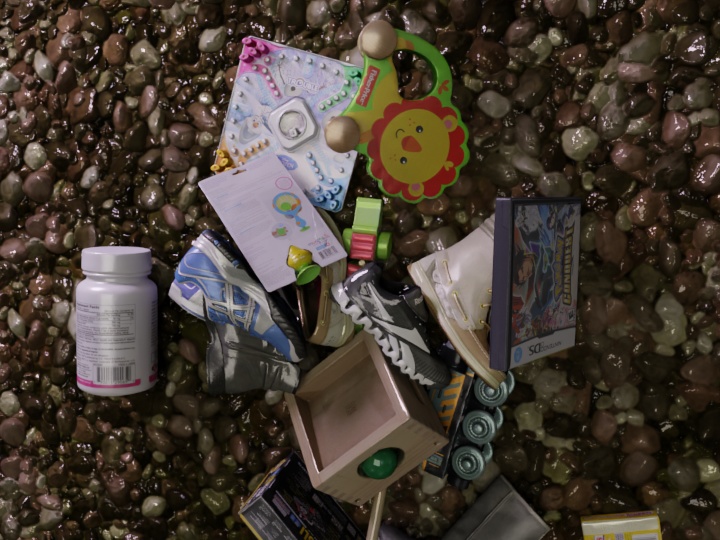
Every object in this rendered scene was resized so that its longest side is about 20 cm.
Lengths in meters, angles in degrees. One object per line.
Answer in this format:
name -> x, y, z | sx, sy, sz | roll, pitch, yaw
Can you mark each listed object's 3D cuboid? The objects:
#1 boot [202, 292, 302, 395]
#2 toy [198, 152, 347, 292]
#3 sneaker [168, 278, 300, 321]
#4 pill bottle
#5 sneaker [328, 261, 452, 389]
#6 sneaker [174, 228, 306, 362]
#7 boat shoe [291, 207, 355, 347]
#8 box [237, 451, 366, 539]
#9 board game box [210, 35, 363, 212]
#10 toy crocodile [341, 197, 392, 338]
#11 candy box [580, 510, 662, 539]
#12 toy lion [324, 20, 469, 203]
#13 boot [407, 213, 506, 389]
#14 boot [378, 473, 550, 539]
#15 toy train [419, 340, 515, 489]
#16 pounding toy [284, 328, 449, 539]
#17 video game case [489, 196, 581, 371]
boot -> -0.141, 0.068, 0.941 | 0.130, 0.068, 0.201 | -4, 92, -8
toy -> -0.117, -0.058, 0.927 | 0.115, 0.047, 0.200 | -26, 59, -21
sneaker -> -0.158, 0.032, 1.002 | 0.199, 0.081, 0.116 | 25, 94, 4
pill bottle -> -0.352, 0.070, 1.021 | 0.113, 0.113, 0.201 | 4, 97, 11
sneaker -> 0.058, 0.067, 0.894 | 0.200, 0.067, 0.090 | 44, 107, -7
sneaker -> -0.146, 0.043, 0.882 | 0.077, 0.076, 0.200 | -42, 97, 2
boat shoe -> -0.060, 0.004, 0.945 | 0.074, 0.066, 0.201 | -36, 61, 43
box -> -0.066, 0.366, 0.975 | 0.049, 0.160, 0.200 | -40, 89, 14
board game box -> -0.096, -0.204, 0.981 | 0.199, 0.026, 0.201 | 18, 100, 9
toy crocodile -> 0.000, 0.000, 0.967 | 0.067, 0.062, 0.201 | 12, 98, 10
candy box -> 0.368, 0.432, 0.963 | 0.102, 0.026, 0.201 | -9, 95, 15
toy lion -> 0.060, -0.198, 0.922 | 0.191, 0.069, 0.201 | 20, 99, -8
boot -> 0.169, 0.035, 0.903 | 0.154, 0.072, 0.201 | -32, 62, 3
boot -> 0.133, 0.360, 0.975 | 0.182, 0.073, 0.200 | 40, 94, 30
toy train -> 0.135, 0.193, 0.957 | 0.113, 0.085, 0.201 | 18, 100, 18
pounding toy -> 0.012, 0.224, 0.932 | 0.184, 0.142, 0.200 | -39, 45, 13
video game case -> 0.220, 0.010, 0.871 | 0.025, 0.180, 0.201 | 7, 100, 42
